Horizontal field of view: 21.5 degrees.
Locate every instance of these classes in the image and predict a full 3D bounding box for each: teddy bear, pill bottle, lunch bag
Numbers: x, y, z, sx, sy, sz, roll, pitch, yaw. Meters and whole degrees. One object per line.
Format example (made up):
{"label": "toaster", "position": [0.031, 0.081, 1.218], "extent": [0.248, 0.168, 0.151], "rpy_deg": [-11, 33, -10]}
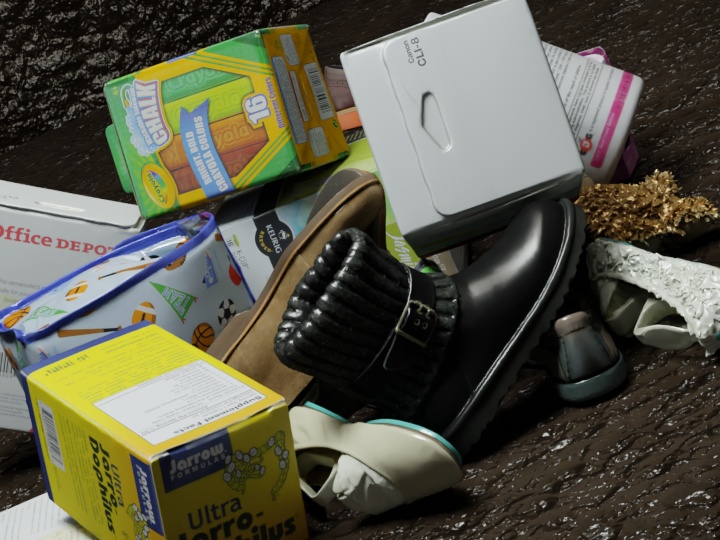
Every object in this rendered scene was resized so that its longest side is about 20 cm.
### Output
{"label": "teddy bear", "position": [0.205, -0.047, 1.554], "extent": [0.144, 0.067, 0.200], "rpy_deg": [-23, 16, -5]}
{"label": "pill bottle", "position": [0.138, -0.148, 1.662], "extent": [0.199, 0.114, 0.113], "rpy_deg": [21, 25, 4]}
{"label": "lunch bag", "position": [-0.172, 0.068, 1.538], "extent": [0.199, 0.171, 0.124], "rpy_deg": [-31, 22, -20]}

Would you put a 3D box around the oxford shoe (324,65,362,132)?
{"label": "oxford shoe", "position": [0.053, -0.190, 1.777], "extent": [0.199, 0.073, 0.071], "rpy_deg": [-17, 3, 22]}

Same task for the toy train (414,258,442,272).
{"label": "toy train", "position": [0.073, 0.038, 1.467], "extent": [0.042, 0.057, 0.200], "rpy_deg": [-23, 20, -4]}

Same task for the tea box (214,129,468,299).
{"label": "tea box", "position": [-0.015, -0.034, 1.689], "extent": [0.196, 0.134, 0.200], "rpy_deg": [-21, 14, 10]}

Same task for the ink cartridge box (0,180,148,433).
{"label": "ink cartridge box", "position": [-0.268, 0.035, 1.641], "extent": [0.144, 0.201, 0.083], "rpy_deg": [10, 16, -2]}

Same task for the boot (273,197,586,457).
{"label": "boot", "position": [0.051, 0.008, 1.303], "extent": [0.212, 0.157, 0.079], "rpy_deg": [-59, 14, -15]}

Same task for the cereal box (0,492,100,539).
{"label": "cereal box", "position": [-0.246, 0.215, 1.407], "extent": [0.199, 0.040, 0.144], "rpy_deg": [-23, 18, 0]}

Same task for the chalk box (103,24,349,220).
{"label": "chalk box", "position": [-0.134, -0.122, 1.629], "extent": [0.199, 0.125, 0.124], "rpy_deg": [-17, 3, 21]}

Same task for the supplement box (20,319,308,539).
{"label": "supplement box", "position": [-0.139, 0.126, 1.317], "extent": [0.108, 0.110, 0.200], "rpy_deg": [-22, 26, -28]}

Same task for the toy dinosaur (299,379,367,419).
{"label": "toy dinosaur", "position": [-0.033, 0.088, 1.428], "extent": [0.199, 0.088, 0.047], "rpy_deg": [-28, 1, -16]}

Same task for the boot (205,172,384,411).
{"label": "boot", "position": [-0.033, 0.022, 1.373], "extent": [0.200, 0.075, 0.074], "rpy_deg": [-55, -16, 8]}

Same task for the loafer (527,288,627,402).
{"label": "loafer", "position": [0.143, 0.036, 1.383], "extent": [0.072, 0.063, 0.200], "rpy_deg": [-25, 16, -4]}

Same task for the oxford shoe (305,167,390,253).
{"label": "oxford shoe", "position": [0.000, 0.000, 1.465], "extent": [0.071, 0.201, 0.071], "rpy_deg": [-27, 48, -36]}

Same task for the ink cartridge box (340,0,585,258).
{"label": "ink cartridge box", "position": [0.080, -0.105, 1.433], "extent": [0.144, 0.146, 0.200], "rpy_deg": [-20, -5, 4]}

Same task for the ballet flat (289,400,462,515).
{"label": "ballet flat", "position": [-0.002, 0.136, 1.294], "extent": [0.069, 0.070, 0.200], "rpy_deg": [-31, 16, -24]}

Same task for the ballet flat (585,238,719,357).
{"label": "ballet flat", "position": [0.207, 0.020, 1.349], "extent": [0.072, 0.072, 0.200], "rpy_deg": [-29, 17, -18]}

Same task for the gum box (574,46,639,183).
{"label": "gum box", "position": [0.156, -0.122, 1.772], "extent": [0.199, 0.114, 0.066], "rpy_deg": [-17, 16, 22]}
